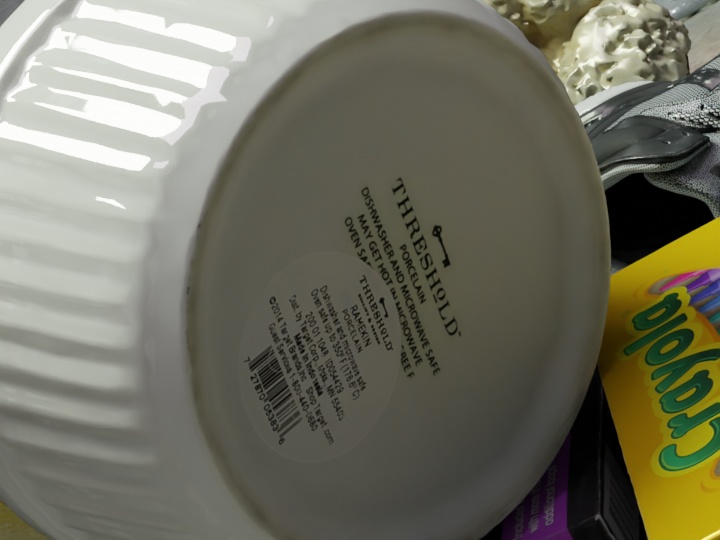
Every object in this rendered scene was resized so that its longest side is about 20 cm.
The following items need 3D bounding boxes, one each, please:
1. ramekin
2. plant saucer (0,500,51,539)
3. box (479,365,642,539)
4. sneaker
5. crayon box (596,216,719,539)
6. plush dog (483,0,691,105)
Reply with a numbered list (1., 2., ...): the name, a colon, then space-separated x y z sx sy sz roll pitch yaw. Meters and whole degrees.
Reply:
1. ramekin: -0.018 0.001 0.733 0.200 0.201 0.105 -40 31 -28
2. plant saucer: -0.140 0.068 0.842 0.199 0.049 0.200 7 -7 -36
3. box: -0.003 0.095 0.815 0.199 0.036 0.143 -26 18 16
4. sneaker: 0.148 -0.050 0.911 0.200 0.076 0.114 -31 17 19
5. crayon box: 0.158 0.021 0.719 0.172 0.058 0.200 -28 18 8
6. plush dog: 0.021 -0.069 1.082 0.172 0.160 0.200 -57 22 -6
